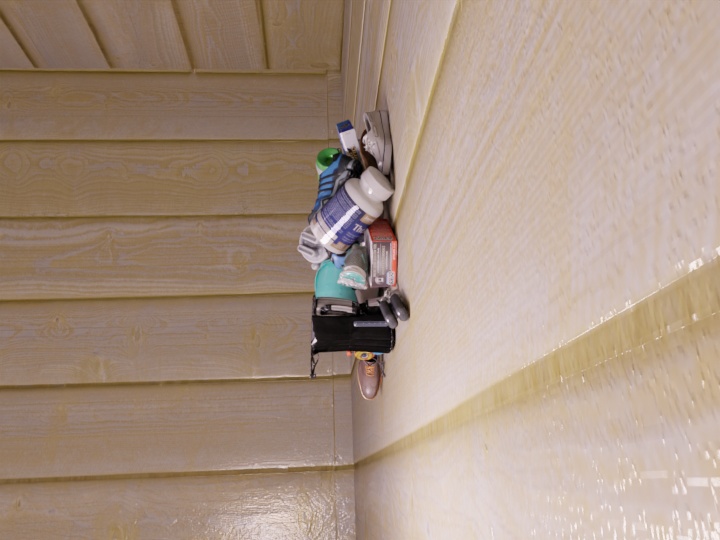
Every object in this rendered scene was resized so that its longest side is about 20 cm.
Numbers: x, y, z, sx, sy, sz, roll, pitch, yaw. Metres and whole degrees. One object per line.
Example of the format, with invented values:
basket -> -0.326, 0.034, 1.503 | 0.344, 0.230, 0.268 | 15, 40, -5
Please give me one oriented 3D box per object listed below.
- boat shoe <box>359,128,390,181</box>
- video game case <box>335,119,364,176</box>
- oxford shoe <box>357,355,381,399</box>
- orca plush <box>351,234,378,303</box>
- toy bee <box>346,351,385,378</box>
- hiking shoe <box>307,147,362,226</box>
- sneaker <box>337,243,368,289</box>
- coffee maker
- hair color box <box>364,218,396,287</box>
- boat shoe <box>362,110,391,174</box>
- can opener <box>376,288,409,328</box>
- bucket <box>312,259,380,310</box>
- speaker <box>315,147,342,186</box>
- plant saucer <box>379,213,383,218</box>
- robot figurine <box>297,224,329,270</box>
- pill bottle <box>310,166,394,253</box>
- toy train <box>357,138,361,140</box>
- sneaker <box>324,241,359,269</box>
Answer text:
boat shoe -> 0.035, -0.262, 1.572 | 0.072, 0.071, 0.203 | 100, 162, -64
video game case -> -0.017, -0.297, 1.676 | 0.200, 0.045, 0.183 | -102, -6, -70
oxford shoe -> 0.023, 0.270, 1.759 | 0.073, 0.070, 0.203 | -46, -44, -79
orca plush -> 0.000, 0.000, 1.649 | 0.071, 0.104, 0.203 | 19, 128, 56
toy bee -> 0.017, 0.195, 1.647 | 0.131, 0.107, 0.203 | -132, 41, -81
hiking shoe -> -0.076, -0.200, 1.568 | 0.201, 0.086, 0.074 | -55, -29, 0
sneaker -> -0.008, -0.009, 1.480 | 0.200, 0.077, 0.093 | 126, 158, -79
coffee maker -> -0.021, 0.156, 1.518 | 0.135, 0.197, 0.195 | -109, 20, -84
hair color box -> 0.046, -0.046, 1.497 | 0.200, 0.063, 0.113 | -98, 8, -70
boat shoe -> 0.038, -0.312, 1.515 | 0.072, 0.065, 0.202 | 97, 171, -59
can opener -> 0.072, 0.082, 1.326 | 0.067, 0.052, 0.200 | 55, -177, -8
bucket -> -0.037, 0.056, 1.796 | 0.208, 0.204, 0.137 | 101, 173, -71
speaker -> -0.077, -0.243, 1.752 | 0.201, 0.087, 0.089 | 87, 180, -55
plant saucer -> 0.042, -0.206, 1.733 | 0.200, 0.032, 0.203 | 179, 90, -87
robot figurine -> -0.102, -0.081, 1.851 | 0.199, 0.112, 0.172 | -11, -57, -60
pill bottle -> -0.017, -0.143, 1.470 | 0.200, 0.110, 0.112 | -44, 27, 22
toy train -> 0.019, -0.289, 1.863 | 0.200, 0.055, 0.152 | 66, -136, -61
sneaker -> -0.052, -0.072, 1.700 | 0.083, 0.071, 0.200 | 48, -162, -11
